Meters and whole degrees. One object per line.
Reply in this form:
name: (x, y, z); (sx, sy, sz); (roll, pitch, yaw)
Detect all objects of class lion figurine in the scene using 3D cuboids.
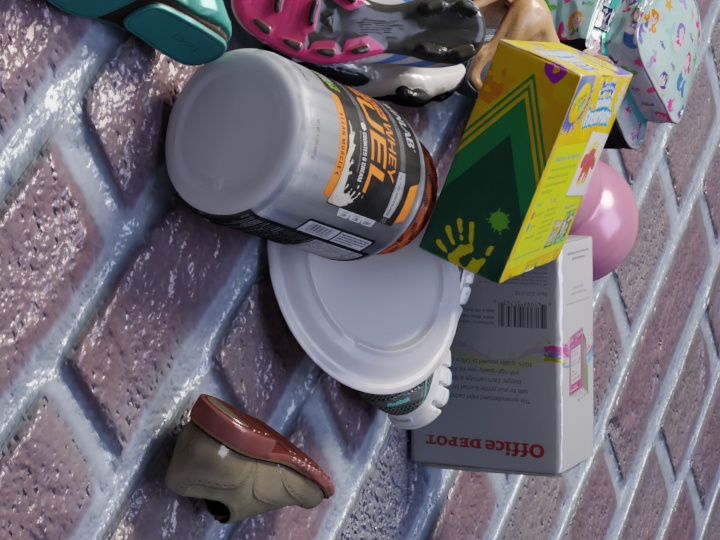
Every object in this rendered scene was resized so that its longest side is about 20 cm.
lion figurine: (0.143, -0.178, 1.540); (0.122, 0.073, 0.200); (-37, 140, -2)

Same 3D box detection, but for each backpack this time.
backpack: (0.251, -0.241, 1.831); (0.178, 0.150, 0.201); (52, 43, -48)

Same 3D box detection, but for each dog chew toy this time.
dog chew toy: (0.179, -0.072, 1.737); (0.200, 0.124, 0.125); (43, 55, -45)

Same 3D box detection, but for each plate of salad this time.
plate of salad: (0.000, 0.000, 1.458); (0.199, 0.048, 0.201); (14, 68, -37)

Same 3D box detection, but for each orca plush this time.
orca plush: (-0.008, -0.142, 1.432); (0.200, 0.105, 0.071); (-14, 145, -51)

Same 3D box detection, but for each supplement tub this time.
supplement tub: (-0.035, -0.076, 1.317); (0.200, 0.122, 0.123); (17, 78, -56)

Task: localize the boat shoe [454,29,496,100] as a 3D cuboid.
boat shoe: (0.133, -0.175, 1.631); (0.200, 0.091, 0.071); (-4, 116, -68)

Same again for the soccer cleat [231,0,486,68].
soccer cleat: (-0.006, -0.183, 1.372); (0.199, 0.086, 0.070); (7, 93, -19)

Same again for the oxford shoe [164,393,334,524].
oxford shoe: (-0.084, 0.148, 1.344); (0.075, 0.070, 0.200); (-55, 148, -2)

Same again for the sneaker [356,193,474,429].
sneaker: (0.039, 0.026, 1.534); (0.091, 0.077, 0.201); (24, 67, -52)

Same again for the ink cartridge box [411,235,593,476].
ink cartridge box: (0.123, 0.070, 1.612); (0.085, 0.144, 0.201); (-11, 102, -62)

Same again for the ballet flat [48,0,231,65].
ballet flat: (-0.152, -0.191, 1.182); (0.200, 0.067, 0.071); (23, 48, -60)

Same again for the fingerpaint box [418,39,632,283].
fingerpaint box: (0.130, -0.089, 1.433); (0.168, 0.073, 0.200); (-69, 165, 13)
